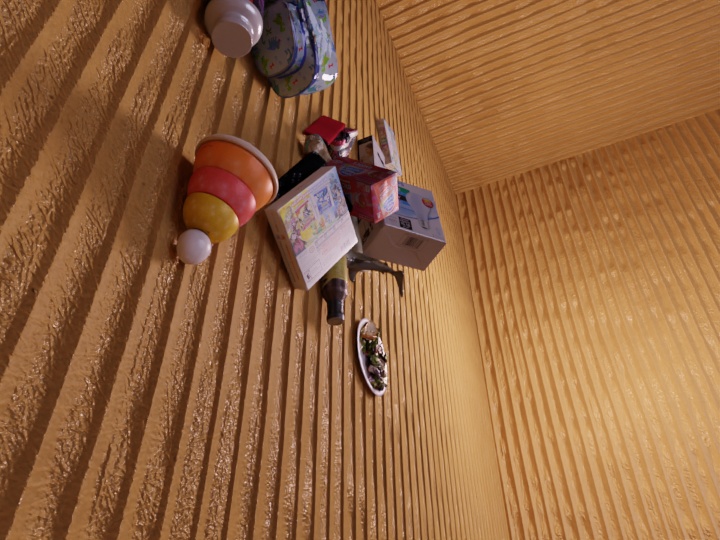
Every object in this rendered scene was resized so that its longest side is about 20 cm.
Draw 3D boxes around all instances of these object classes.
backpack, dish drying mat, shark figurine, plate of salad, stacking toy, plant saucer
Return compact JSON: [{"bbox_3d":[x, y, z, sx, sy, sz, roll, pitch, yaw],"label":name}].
[{"bbox_3d":[-0.155,-0.498,1.227,0.146,0.181,0.204,-30,109,-47],"label":"backpack"},{"bbox_3d":[-0.096,-0.383,1.482,0.201,0.076,0.018,-68,179,-61],"label":"dish drying mat"},{"bbox_3d":[0.014,0.001,1.434,0.211,0.091,0.128,18,17,-17],"label":"shark figurine"},{"bbox_3d":[0.040,0.222,1.418,0.200,0.047,0.204,-16,91,-72],"label":"plate of salad"},{"bbox_3d":[-0.225,-0.092,0.832,0.147,0.144,0.202,56,45,-42],"label":"stacking toy"},{"bbox_3d":[0.004,-0.100,1.564,0.200,0.049,0.204,-16,91,-71],"label":"plant saucer"}]

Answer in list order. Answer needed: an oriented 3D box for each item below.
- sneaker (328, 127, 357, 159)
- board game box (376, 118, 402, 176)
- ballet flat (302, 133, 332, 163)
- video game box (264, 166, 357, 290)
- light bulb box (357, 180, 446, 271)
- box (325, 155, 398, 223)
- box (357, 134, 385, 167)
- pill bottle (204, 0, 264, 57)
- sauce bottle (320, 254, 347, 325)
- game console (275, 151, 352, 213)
[{"bbox_3d":[-0.059,-0.368,1.573,0.201,0.079,0.076,-65,163,-61],"label":"sneaker"},{"bbox_3d":[0.118,-0.502,2.236,0.134,0.034,0.204,30,47,-65],"label":"board game box"},{"bbox_3d":[-0.094,-0.258,1.406,0.201,0.070,0.066,53,54,-43],"label":"ballet flat"},{"bbox_3d":[-0.095,-0.091,1.132,0.200,0.046,0.185,-45,131,-42],"label":"video game box"},{"bbox_3d":[0.103,-0.130,1.459,0.195,0.125,0.203,14,46,-26],"label":"light bulb box"},{"bbox_3d":[-0.009,-0.200,1.326,0.095,0.198,0.101,-32,131,-34],"label":"box"},{"bbox_3d":[0.041,-0.342,1.845,0.117,0.059,0.203,50,31,-51],"label":"box"},{"bbox_3d":[-0.245,-0.516,1.068,0.113,0.111,0.203,48,31,-52],"label":"pill bottle"},{"bbox_3d":[-0.060,0.026,1.253,0.065,0.064,0.203,49,30,-51],"label":"sauce bottle"},{"bbox_3d":[-0.095,-0.120,1.188,0.119,0.172,0.201,47,-4,42],"label":"game console"}]
